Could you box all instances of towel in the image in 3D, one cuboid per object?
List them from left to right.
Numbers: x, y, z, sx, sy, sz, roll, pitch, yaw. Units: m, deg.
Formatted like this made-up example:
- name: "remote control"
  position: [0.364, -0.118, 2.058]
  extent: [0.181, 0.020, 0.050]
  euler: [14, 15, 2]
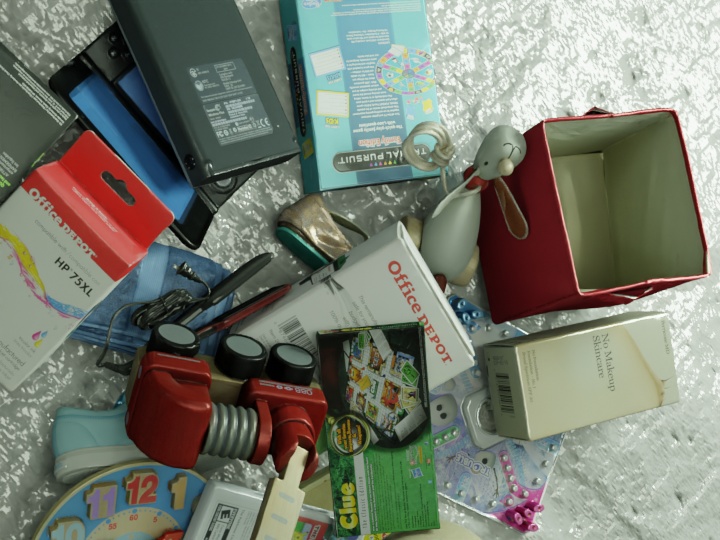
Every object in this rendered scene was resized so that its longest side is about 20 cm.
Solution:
- name: "towel"
  position: [-0.219, 0.022, 1.217]
  extent: [0.197, 0.048, 0.113]
  euler: [19, 80, -22]

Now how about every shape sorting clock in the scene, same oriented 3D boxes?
- name: "shape sorting clock"
  position: [-0.213, 0.266, 1.185]
  extent: [0.197, 0.039, 0.203]
  euler: [-11, 113, -27]

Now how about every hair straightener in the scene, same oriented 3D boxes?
- name: "hair straightener"
  position: [-0.164, 0.031, 1.200]
  extent: [0.198, 0.041, 0.078]
  euler: [-29, 101, -18]

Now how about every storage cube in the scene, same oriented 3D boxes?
- name: "storage cube"
  position: [0.232, -0.055, 1.339]
  extent: [0.168, 0.179, 0.203]
  euler: [-8, 81, -24]

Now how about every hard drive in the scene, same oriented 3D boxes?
- name: "hard drive"
  position: [-0.146, -0.188, 1.218]
  extent: [0.139, 0.033, 0.203]
  euler: [-21, 86, -49]

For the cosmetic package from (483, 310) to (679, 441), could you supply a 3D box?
- name: "cosmetic package"
  position: [0.239, 0.111, 1.378]
  extent: [0.197, 0.073, 0.105]
  euler: [-12, 93, -23]

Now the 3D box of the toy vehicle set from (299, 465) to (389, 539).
- name: "toy vehicle set"
  position: [0.002, 0.296, 1.317]
  extent: [0.123, 0.026, 0.203]
  euler: [-24, 98, -23]

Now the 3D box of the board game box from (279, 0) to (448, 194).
- name: "board game box"
  position: [0.004, -0.189, 1.325]
  extent: [0.149, 0.047, 0.204]
  euler: [-8, 92, -24]

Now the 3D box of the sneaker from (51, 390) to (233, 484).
- name: "sneaker"
  position: [-0.196, 0.149, 1.212]
  extent: [0.198, 0.074, 0.083]
  euler: [2, 65, -35]

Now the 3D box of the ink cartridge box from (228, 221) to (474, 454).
- name: "ink cartridge box"
  position: [-0.007, 0.067, 1.244]
  extent: [0.198, 0.084, 0.147]
  euler: [-30, 102, 9]

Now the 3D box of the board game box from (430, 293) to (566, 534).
- name: "board game box"
  position: [0.144, 0.158, 1.387]
  extent: [0.198, 0.026, 0.203]
  euler: [28, 77, -21]

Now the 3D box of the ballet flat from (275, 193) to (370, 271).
- name: "ballet flat"
  position: [0.000, 0.000, 1.308]
  extent: [0.200, 0.068, 0.067]
  euler: [48, 64, -17]

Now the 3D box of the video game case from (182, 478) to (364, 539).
- name: "video game case"
  position: [-0.105, 0.314, 1.230]
  extent: [0.180, 0.023, 0.203]
  euler: [21, 94, -31]

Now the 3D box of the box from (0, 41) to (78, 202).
- name: "box"
  position: [-0.365, -0.094, 1.101]
  extent: [0.124, 0.148, 0.201]
  euler: [44, 72, -17]

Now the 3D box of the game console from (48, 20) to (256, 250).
- name: "game console"
  position: [-0.175, -0.147, 1.206]
  extent: [0.176, 0.116, 0.201]
  euler: [-45, 106, -17]

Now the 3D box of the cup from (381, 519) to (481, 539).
- name: "cup"
  position: [0.064, 0.330, 1.243]
  extent: [0.200, 0.199, 0.144]
  euler: [43, 46, -16]

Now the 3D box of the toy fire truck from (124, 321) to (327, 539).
- name: "toy fire truck"
  position: [-0.113, 0.157, 1.111]
  extent: [0.173, 0.201, 0.130]
  euler: [12, 112, -20]

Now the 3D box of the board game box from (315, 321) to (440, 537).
- name: "board game box"
  position: [0.017, 0.151, 1.208]
  extent: [0.103, 0.023, 0.204]
  euler: [-5, 103, -1]

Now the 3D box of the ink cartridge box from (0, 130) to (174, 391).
- name: "ink cartridge box"
  position: [-0.269, -0.010, 1.109]
  extent: [0.116, 0.067, 0.200]
  euler: [44, 101, -5]

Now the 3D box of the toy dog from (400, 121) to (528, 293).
- name: "toy dog"
  position: [0.101, -0.046, 1.293]
  extent: [0.129, 0.202, 0.097]
  euler: [1, 44, -5]
